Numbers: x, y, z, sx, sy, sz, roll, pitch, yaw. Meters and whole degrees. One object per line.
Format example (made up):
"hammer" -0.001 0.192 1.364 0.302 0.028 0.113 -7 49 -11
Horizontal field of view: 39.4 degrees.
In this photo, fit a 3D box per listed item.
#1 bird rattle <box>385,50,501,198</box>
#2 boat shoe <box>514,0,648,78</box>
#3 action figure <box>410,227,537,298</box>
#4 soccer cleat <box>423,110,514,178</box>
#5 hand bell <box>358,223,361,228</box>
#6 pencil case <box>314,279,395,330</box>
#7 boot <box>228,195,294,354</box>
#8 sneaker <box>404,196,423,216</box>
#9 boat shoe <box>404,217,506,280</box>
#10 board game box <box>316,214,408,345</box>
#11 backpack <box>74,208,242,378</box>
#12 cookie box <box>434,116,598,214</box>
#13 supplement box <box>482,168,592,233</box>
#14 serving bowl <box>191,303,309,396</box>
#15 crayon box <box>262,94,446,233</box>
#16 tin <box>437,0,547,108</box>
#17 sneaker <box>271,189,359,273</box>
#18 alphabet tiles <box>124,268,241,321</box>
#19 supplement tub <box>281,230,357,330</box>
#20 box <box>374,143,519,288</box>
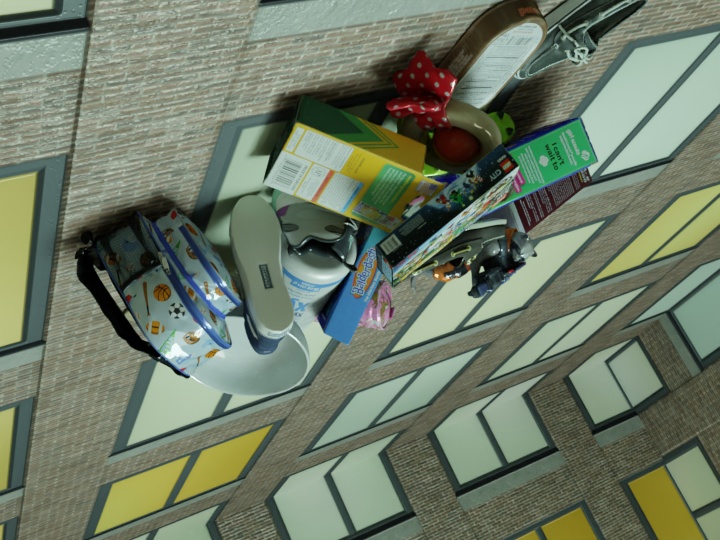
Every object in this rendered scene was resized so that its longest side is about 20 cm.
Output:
"bird rattle" 0.102 -0.182 1.272 0.161 0.114 0.201 16 145 -6
"boat shoe" 0.281 -0.303 1.299 0.198 0.069 0.073 -36 159 23
"action figure" 0.166 -0.020 1.503 0.191 0.106 0.200 -11 -173 20
"soccer cleat" 0.132 -0.173 1.446 0.198 0.068 0.081 -21 173 -18
"hand bell" -0.003 -0.019 1.647 0.103 0.105 0.201 -16 146 -30
"pencil case" -0.046 0.053 1.618 0.197 0.084 0.086 2 -168 17
"boot" -0.140 0.008 1.334 0.072 0.203 0.090 -2 156 -21
"sneaker" 0.085 -0.053 1.645 0.080 0.087 0.200 -6 153 -42
"boat shoe" 0.128 -0.033 1.426 0.199 0.062 0.071 -13 -175 -30
"board game box" 0.000 0.000 1.485 0.202 0.045 0.152 -64 -172 1
"backpack" -0.235 0.031 1.272 0.153 0.192 0.200 -29 160 7
"cookie box" 0.225 -0.148 1.480 0.198 0.076 0.171 -26 -174 -4
"supplement box" 0.270 -0.121 1.617 0.199 0.062 0.108 -36 -161 -32
"serving bowl" -0.168 0.101 1.452 0.197 0.067 0.201 3 142 3
"crayon box" -0.007 -0.124 1.239 0.198 0.052 0.126 21 142 -14
"tin" 0.158 -0.265 1.283 0.111 0.042 0.200 -6 152 -38
"sneaker" -0.012 -0.065 1.354 0.197 0.142 0.078 -15 159 -2
"alphabet tiles" -0.228 0.056 1.461 0.166 0.008 0.199 29 135 -25
"supplement tub" -0.095 0.001 1.473 0.131 0.133 0.200 -15 156 -32
"box" 0.106 -0.065 1.262 0.199 0.038 0.137 -39 170 -5
